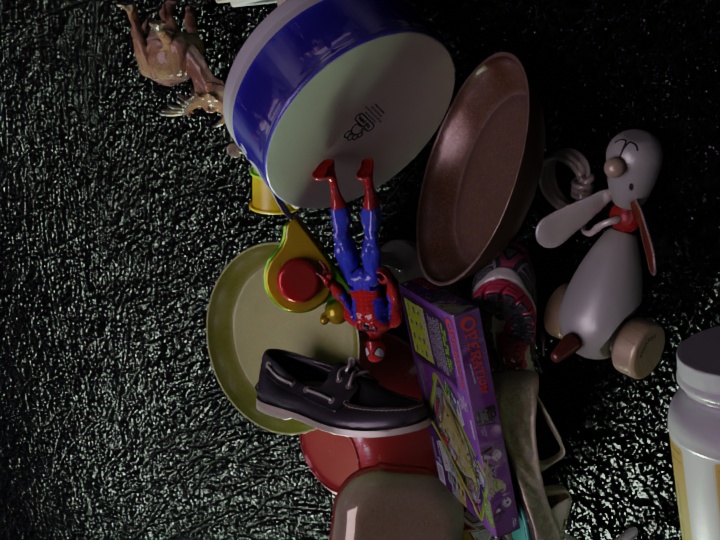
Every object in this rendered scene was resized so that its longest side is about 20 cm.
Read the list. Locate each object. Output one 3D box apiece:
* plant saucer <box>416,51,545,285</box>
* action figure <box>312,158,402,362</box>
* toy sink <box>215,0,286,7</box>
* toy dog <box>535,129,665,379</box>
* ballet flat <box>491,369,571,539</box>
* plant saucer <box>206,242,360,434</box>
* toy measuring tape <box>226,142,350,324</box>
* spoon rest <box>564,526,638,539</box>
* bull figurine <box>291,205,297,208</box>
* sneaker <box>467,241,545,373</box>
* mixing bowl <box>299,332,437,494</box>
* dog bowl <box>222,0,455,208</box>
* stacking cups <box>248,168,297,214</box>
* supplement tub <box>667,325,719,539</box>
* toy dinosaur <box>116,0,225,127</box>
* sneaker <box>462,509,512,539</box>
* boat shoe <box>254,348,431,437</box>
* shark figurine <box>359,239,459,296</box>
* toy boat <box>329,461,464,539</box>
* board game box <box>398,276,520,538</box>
[{"bbox_3d":[0.104,-0.081,0.758,0.200,0.036,0.202,-165,90,-74],"label":"plant saucer"},{"bbox_3d":[0.000,0.000,0.805,0.065,0.052,0.201,-1,124,16],"label":"action figure"},{"bbox_3d":[-0.067,-0.311,0.844,0.111,0.130,0.202,5,110,47],"label":"toy sink"},{"bbox_3d":[0.187,-0.003,0.713,0.131,0.096,0.202,-2,104,48],"label":"toy dog"},{"bbox_3d":[0.153,0.183,0.773,0.067,0.062,0.202,-126,21,-82],"label":"ballet flat"},{"bbox_3d":[-0.078,0.070,0.940,0.198,0.031,0.202,4,98,31],"label":"plant saucer"},{"bbox_3d":[-0.082,-0.025,0.854,0.201,0.074,0.073,53,140,-8],"label":"toy measuring tape"},{"bbox_3d":[0.163,0.205,0.849,0.200,0.060,0.100,38,141,31],"label":"spoon rest"},{"bbox_3d":[-0.053,-0.160,0.922,0.120,0.065,0.201,21,123,-10],"label":"bull figurine"},{"bbox_3d":[0.131,0.060,0.813,0.080,0.075,0.201,12,142,9],"label":"sneaker"},{"bbox_3d":[0.003,0.178,0.985,0.199,0.108,0.202,20,119,41],"label":"mixing bowl"},{"bbox_3d":[-0.017,-0.152,0.792,0.079,0.199,0.201,54,138,28],"label":"dog bowl"},{"bbox_3d":[-0.097,-0.168,0.998,0.060,0.060,0.202,19,115,42],"label":"stacking cups"},{"bbox_3d":[0.293,0.147,0.619,0.144,0.144,0.202,2,108,47],"label":"supplement tub"},{"bbox_3d":[-0.234,-0.255,1.093,0.199,0.085,0.137,32,135,43],"label":"toy dinosaur"},{"bbox_3d":[0.090,0.309,0.961,0.078,0.082,0.201,51,137,20],"label":"sneaker"},{"bbox_3d":[-0.023,0.114,0.852,0.199,0.072,0.063,4,98,37],"label":"boat shoe"},{"bbox_3d":[0.026,-0.002,0.892,0.214,0.089,0.130,16,100,61],"label":"shark figurine"},{"bbox_3d":[0.029,0.285,0.904,0.131,0.129,0.202,-113,31,-83],"label":"toy boat"},{"bbox_3d":[0.084,0.114,0.772,0.120,0.032,0.202,-139,35,-70],"label":"board game box"}]
